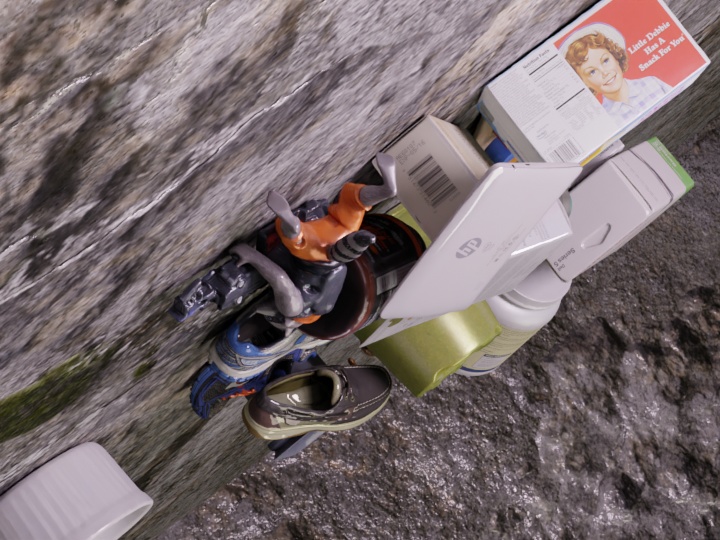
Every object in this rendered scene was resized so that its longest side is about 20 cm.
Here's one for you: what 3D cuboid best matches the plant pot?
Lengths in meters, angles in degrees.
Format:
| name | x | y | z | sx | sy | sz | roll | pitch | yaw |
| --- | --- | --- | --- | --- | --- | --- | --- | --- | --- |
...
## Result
| name | x | y | z | sx | sy | sz | roll | pitch | yaw |
| --- | --- | --- | --- | --- | --- | --- | --- | --- | --- |
| plant pot | 0.062 | 0.040 | 1.731 | 0.200 | 0.185 | 0.200 | -37 | 173 | -5 |

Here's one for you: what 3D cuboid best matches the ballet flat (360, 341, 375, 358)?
| name | x | y | z | sx | sy | sz | roll | pitch | yaw |
| --- | --- | --- | --- | --- | --- | --- | --- | --- | --- |
| ballet flat | 0.057 | 0.070 | 1.920 | 0.062 | 0.068 | 0.200 | -20 | 164 | -31 |

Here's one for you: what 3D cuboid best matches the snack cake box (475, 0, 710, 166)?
| name | x | y | z | sx | sy | sz | roll | pitch | yaw |
| --- | --- | --- | --- | --- | --- | --- | --- | --- | --- |
| snack cake box | 0.226 | -0.183 | 1.437 | 0.200 | 0.115 | 0.067 | -36 | 173 | -11 |

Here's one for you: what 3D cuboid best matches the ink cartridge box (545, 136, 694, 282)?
| name | x | y | z | sx | sy | sz | roll | pitch | yaw |
| --- | --- | --- | --- | --- | --- | --- | --- | --- | --- |
| ink cartridge box | 0.304 | -0.076 | 1.783 | 0.145 | 0.084 | 0.200 | -42 | 172 | 28 |

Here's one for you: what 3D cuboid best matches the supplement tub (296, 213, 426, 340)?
| name | x | y | z | sx | sy | sz | roll | pitch | yaw |
| --- | --- | --- | --- | --- | --- | --- | --- | --- | --- |
| supplement tub | 0.000 | 0.000 | 1.499 | 0.107 | 0.107 | 0.200 | -41 | 173 | 25 |

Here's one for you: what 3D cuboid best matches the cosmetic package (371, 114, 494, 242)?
| name | x | y | z | sx | sy | sz | roll | pitch | yaw |
| --- | --- | --- | --- | --- | --- | --- | --- | --- | --- |
| cosmetic package | 0.088 | -0.084 | 1.420 | 0.073 | 0.104 | 0.200 | -39 | 174 | 13 |

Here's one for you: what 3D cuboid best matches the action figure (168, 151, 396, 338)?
| name | x | y | z | sx | sy | sz | roll | pitch | yaw |
| --- | --- | --- | --- | --- | --- | --- | --- | --- | --- |
| action figure | -0.057 | -0.001 | 1.246 | 0.200 | 0.105 | 0.194 | -36 | 163 | -31 |

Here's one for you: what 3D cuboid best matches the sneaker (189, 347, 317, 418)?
| name | x | y | z | sx | sy | sz | roll | pitch | yaw |
| --- | --- | --- | --- | --- | --- | --- | --- | --- | --- |
| sneaker | -0.127 | 0.119 | 1.712 | 0.200 | 0.079 | 0.075 | -43 | 170 | 33 |

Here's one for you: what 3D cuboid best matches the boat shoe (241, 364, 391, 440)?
| name | x | y | z | sx | sy | sz | roll | pitch | yaw |
| --- | --- | --- | --- | --- | --- | --- | --- | --- | --- |
| boat shoe | -0.039 | 0.143 | 1.686 | 0.200 | 0.072 | 0.066 | -11 | 153 | -34 |

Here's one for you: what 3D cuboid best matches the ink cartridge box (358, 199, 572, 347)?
| name | x | y | z | sx | sy | sz | roll | pitch | yaw |
| --- | --- | --- | --- | --- | --- | --- | --- | --- | --- |
| ink cartridge box | 0.099 | 0.003 | 1.493 | 0.199 | 0.057 | 0.163 | -15 | 164 | -24 |

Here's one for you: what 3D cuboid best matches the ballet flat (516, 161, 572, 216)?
| name | x | y | z | sx | sy | sz | roll | pitch | yaw |
| --- | --- | --- | --- | --- | --- | --- | --- | --- | --- |
| ballet flat | 0.160 | -0.094 | 1.659 | 0.063 | 0.068 | 0.200 | -4 | -162 | -29 |

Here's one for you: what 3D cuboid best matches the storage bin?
| name | x | y | z | sx | sy | sz | roll | pitch | yaw |
| --- | --- | --- | --- | --- | --- | --- | --- | --- | --- |
| storage bin | -0.080 | 0.141 | 1.858 | 0.145 | 0.135 | 0.200 | -38 | 174 | 3 |

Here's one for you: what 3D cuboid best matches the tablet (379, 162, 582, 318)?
| name | x | y | z | sx | sy | sz | roll | pitch | yaw |
| --- | --- | --- | --- | --- | --- | --- | --- | --- | --- |
| tablet | 0.110 | -0.026 | 1.348 | 0.130 | 0.014 | 0.200 | -4 | 140 | -45 |

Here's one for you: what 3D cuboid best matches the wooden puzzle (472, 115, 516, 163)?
| name | x | y | z | sx | sy | sz | roll | pitch | yaw |
| --- | --- | --- | --- | --- | --- | --- | --- | --- | --- |
| wooden puzzle | 0.198 | -0.177 | 1.602 | 0.185 | 0.046 | 0.200 | -36 | 173 | -17 |

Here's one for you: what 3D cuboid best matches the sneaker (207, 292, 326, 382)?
| name | x | y | z | sx | sy | sz | roll | pitch | yaw |
| --- | --- | --- | --- | --- | --- | --- | --- | --- | --- |
| sneaker | -0.070 | 0.048 | 1.584 | 0.200 | 0.077 | 0.085 | -35 | 168 | -27 |

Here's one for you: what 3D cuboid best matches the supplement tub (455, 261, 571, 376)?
| name | x | y | z | sx | sy | sz | roll | pitch | yaw |
| --- | --- | --- | --- | --- | --- | --- | --- | --- | --- |
| supplement tub | 0.174 | 0.035 | 1.929 | 0.145 | 0.145 | 0.200 | -32 | 169 | -40 |

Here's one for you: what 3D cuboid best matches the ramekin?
| name | x | y | z | sx | sy | sz | roll | pitch | yaw |
| --- | --- | --- | --- | --- | --- | --- | --- | --- | --- |
| ramekin | -0.333 | 0.276 | 1.601 | 0.200 | 0.098 | 0.200 | -38 | 173 | -5 |

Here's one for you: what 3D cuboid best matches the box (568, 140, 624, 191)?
| name | x | y | z | sx | sy | sz | roll | pitch | yaw |
| --- | --- | --- | --- | --- | --- | --- | --- | --- | --- |
| box | 0.242 | -0.141 | 1.816 | 0.112 | 0.102 | 0.200 | -37 | 173 | -2 |
